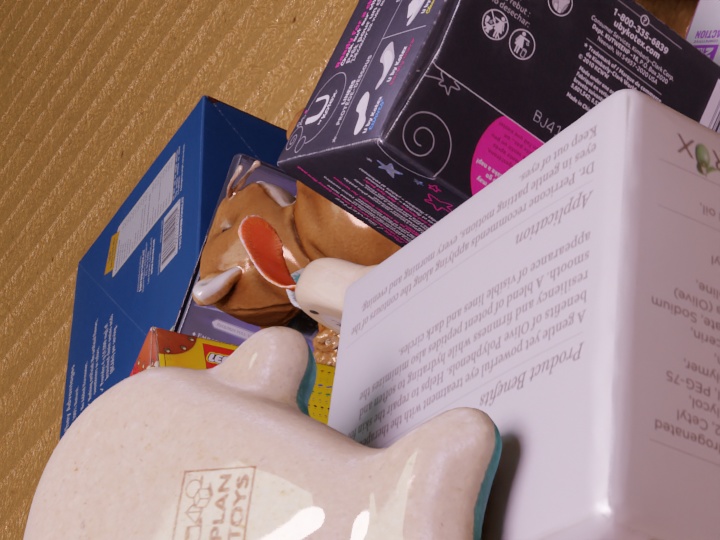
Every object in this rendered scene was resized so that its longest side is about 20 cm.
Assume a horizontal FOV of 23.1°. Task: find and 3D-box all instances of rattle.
[{"bbox_3d":[0.004,0.063,0.867,0.200,0.130,0.143,17,89,22],"label":"rattle"}]

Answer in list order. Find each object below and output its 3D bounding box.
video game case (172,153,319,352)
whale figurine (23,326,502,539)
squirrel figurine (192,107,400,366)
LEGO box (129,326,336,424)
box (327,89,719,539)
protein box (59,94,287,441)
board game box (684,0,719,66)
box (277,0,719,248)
[{"bbox_3d":[-0.046,0.046,1.091,0.019,0.143,0.201,-1,69,67],"label":"video game case"},{"bbox_3d":[-0.028,0.100,0.626,0.200,0.104,0.160,-12,59,34],"label":"whale figurine"},{"bbox_3d":[0.000,0.000,1.004,0.186,0.142,0.200,-24,71,14],"label":"squirrel figurine"},{"bbox_3d":[-0.035,0.127,0.914,0.077,0.199,0.149,-105,35,-53],"label":"LEGO box"},{"bbox_3d":[0.113,0.075,0.679,0.199,0.200,0.172,-36,38,50],"label":"box"},{"bbox_3d":[-0.103,0.030,1.231,0.200,0.135,0.199,-48,31,37],"label":"protein box"},{"bbox_3d":[0.235,-0.176,0.825,0.153,0.040,0.200,15,84,65],"label":"board game box"},{"bbox_3d":[0.086,-0.058,0.825,0.115,0.200,0.132,-5,56,62],"label":"box"}]
